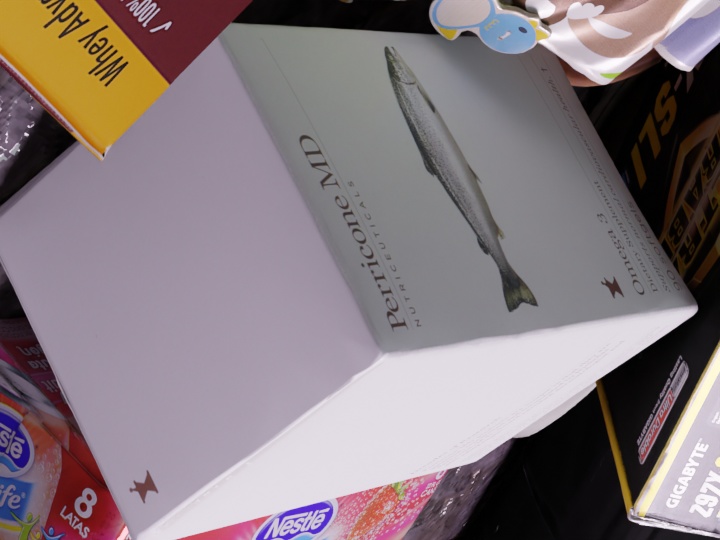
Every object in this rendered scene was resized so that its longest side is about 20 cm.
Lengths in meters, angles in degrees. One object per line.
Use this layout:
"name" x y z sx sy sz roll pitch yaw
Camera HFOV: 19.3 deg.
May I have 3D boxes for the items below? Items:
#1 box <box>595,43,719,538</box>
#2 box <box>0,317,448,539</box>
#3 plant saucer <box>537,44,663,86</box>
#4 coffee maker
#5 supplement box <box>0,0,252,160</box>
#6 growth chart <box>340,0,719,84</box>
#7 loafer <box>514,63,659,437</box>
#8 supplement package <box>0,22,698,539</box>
"box" 0.143 -0.029 0.781 0.049 0.160 0.201 14 124 -12
"box" -0.067 0.080 0.768 0.199 0.095 0.100 -1 128 -56
"plant saucer" 0.122 -0.160 0.784 0.200 0.037 0.201 -37 153 -22
"coffee maker" 0.129 0.129 1.090 0.191 0.135 0.201 -17 143 -44
"supplement box" -0.055 -0.165 0.391 0.200 0.133 0.197 -46 155 -2
"growth chart" 0.074 -0.111 0.646 0.198 0.018 0.145 15 138 -17
"loafer" 0.099 -0.017 0.926 0.070 0.070 0.201 9 113 -54
"supplement package" 0.000 0.000 0.699 0.117 0.118 0.199 -36 163 31
